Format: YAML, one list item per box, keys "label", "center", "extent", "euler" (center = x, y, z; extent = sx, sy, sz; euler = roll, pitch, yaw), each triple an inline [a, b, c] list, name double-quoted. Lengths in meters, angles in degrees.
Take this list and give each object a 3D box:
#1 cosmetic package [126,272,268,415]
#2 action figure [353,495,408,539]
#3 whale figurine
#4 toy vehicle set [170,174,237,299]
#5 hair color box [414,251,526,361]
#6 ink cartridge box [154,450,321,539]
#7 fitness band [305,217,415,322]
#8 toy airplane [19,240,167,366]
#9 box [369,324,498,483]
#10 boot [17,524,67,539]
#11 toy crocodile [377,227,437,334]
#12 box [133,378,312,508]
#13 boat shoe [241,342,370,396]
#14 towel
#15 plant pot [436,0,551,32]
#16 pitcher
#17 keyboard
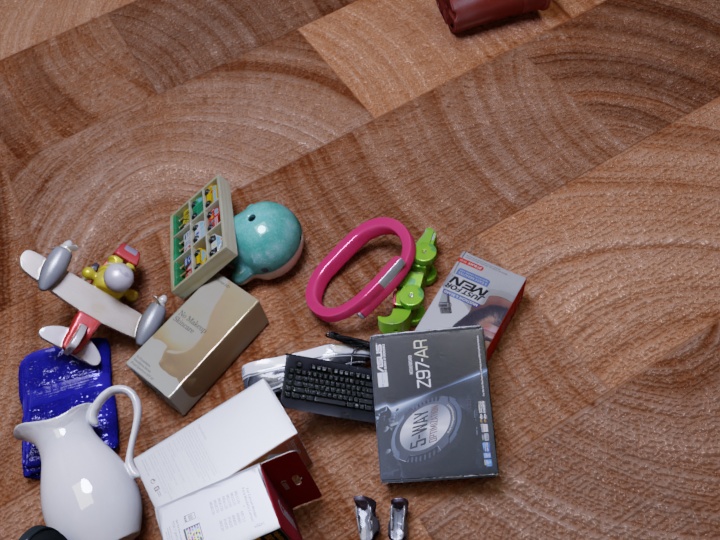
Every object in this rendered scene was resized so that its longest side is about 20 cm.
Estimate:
- label: "cosmetic package"
  center: [-0.249, 0.110, 1.106]
  extent: [0.105, 0.071, 0.200]
  euler: [29, 65, 24]
- label: "action figure"
  center: [0.026, 0.390, 0.892]
  extent: [0.129, 0.070, 0.201]
  euler: [-2, 60, 1]
- label: "whale figurine"
  center: [-0.196, -0.054, 1.186]
  extent: [0.199, 0.104, 0.160]
  euler: [-2, 57, 15]
- label: "toy vehicle set"
  center: [-0.262, -0.059, 1.176]
  extent: [0.124, 0.026, 0.201]
  euler: [-38, 40, 18]
- label: "hair color box"
  center: [0.158, 0.079, 1.078]
  extent: [0.110, 0.064, 0.200]
  euler: [24, 65, 20]
- label: "ink cartridge box"
  center: [-0.129, 0.319, 0.877]
  extent: [0.175, 0.200, 0.084]
  euler: [-22, 58, -6]
- label: "fitness band"
  center: [0.000, 0.000, 1.129]
  extent: [0.200, 0.037, 0.144]
  euler: [-45, 39, -5]
- label: "toy airplane"
  center: [-0.401, 0.043, 1.102]
  extent: [0.199, 0.141, 0.200]
  euler: [-7, 65, -48]
- label: "box"
  center: [0.100, 0.182, 0.978]
  extent: [0.159, 0.044, 0.201]
  euler: [-6, 80, 10]
- label: "boot"
  center: [-0.318, 0.401, 0.859]
  extent: [0.161, 0.199, 0.073]
  euler: [7, 32, 24]
- label: "toy crocodile"
  center: [0.082, 0.018, 1.125]
  extent: [0.061, 0.068, 0.201]
  euler: [11, 60, 15]
- label: "box"
  center: [-0.181, 0.259, 0.970]
  extent: [0.199, 0.125, 0.098]
  euler: [-31, 59, -12]
- label: "boat shoe"
  center: [-0.074, 0.155, 1.055]
  extent: [0.199, 0.072, 0.068]
  euler: [-11, 69, -7]
- label: "towel"
  center: [-0.450, 0.201, 1.087]
  extent: [0.147, 0.050, 0.201]
  euler: [-19, 57, -4]
- label: "plant pot"
  center: [0.252, -0.585, 1.431]
  extent: [0.194, 0.201, 0.202]
  euler: [-21, 57, 3]
- label: "pitcher"
  center: [-0.355, 0.272, 0.970]
  extent: [0.171, 0.121, 0.201]
  euler: [-28, 73, -7]
- label: "keyboard"
  center: [-0.013, 0.146, 1.015]
  extent: [0.199, 0.021, 0.128]
  euler: [14, 68, -22]
